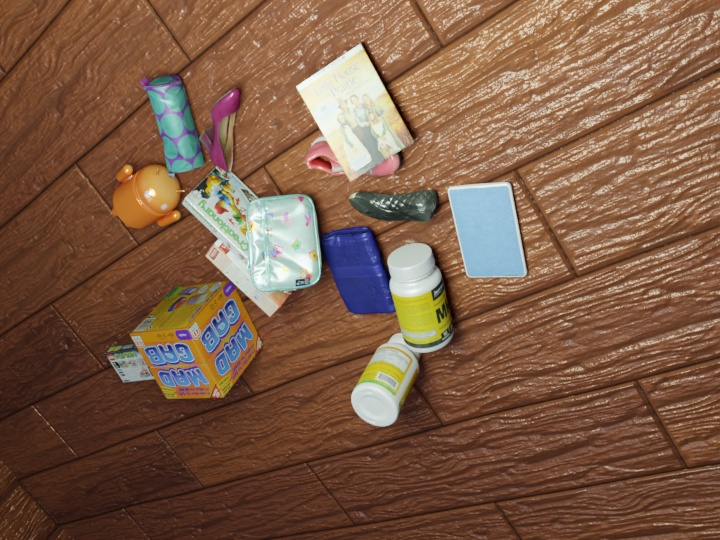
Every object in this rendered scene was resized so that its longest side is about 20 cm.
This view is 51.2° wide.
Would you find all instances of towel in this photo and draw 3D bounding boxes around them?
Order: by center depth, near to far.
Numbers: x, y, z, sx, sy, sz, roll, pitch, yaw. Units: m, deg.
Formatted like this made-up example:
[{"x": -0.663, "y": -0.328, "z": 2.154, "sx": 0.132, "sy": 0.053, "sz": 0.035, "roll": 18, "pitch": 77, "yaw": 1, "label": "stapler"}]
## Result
[{"x": 0.000, "y": 0.000, "z": 1.624, "sx": 0.145, "sy": 0.050, "sz": 0.204, "roll": -2, "pitch": 122, "yaw": 37, "label": "towel"}]

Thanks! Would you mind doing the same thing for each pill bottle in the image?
[{"x": 0.122, "y": 0.056, "z": 1.548, "sx": 0.111, "sy": 0.115, "sz": 0.204, "roll": 0, "pitch": 123, "yaw": 28, "label": "pill bottle"}, {"x": 0.065, "y": 0.232, "z": 1.646, "sx": 0.108, "sy": 0.201, "sz": 0.113, "roll": 14, "pitch": 129, "yaw": 18, "label": "pill bottle"}]

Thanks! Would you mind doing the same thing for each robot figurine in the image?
[{"x": -0.489, "y": -0.170, "z": 1.716, "sx": 0.197, "sy": 0.115, "sz": 0.147, "roll": -22, "pitch": 86, "yaw": 37, "label": "robot figurine"}]

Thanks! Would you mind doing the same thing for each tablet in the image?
[{"x": 0.247, "y": -0.075, "z": 1.456, "sx": 0.127, "sy": 0.014, "sz": 0.204, "roll": -1, "pitch": 121, "yaw": 29, "label": "tablet"}]

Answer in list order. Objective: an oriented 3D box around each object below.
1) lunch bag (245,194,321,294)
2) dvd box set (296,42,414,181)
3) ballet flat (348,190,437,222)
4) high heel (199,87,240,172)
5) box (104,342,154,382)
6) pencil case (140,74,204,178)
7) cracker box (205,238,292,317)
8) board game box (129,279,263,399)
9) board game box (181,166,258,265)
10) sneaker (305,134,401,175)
[{"x": -0.164, "y": -0.053, "z": 1.566, "sx": 0.156, "sy": 0.077, "sz": 0.206, "roll": -5, "pitch": 91, "yaw": -10, "label": "lunch bag"}, {"x": -0.009, "y": -0.289, "z": 1.382, "sx": 0.144, "sy": 0.029, "sz": 0.203, "roll": -29, "pitch": 103, "yaw": 9, "label": "dvd box set"}, {"x": 0.065, "y": -0.134, "z": 1.500, "sx": 0.195, "sy": 0.058, "sz": 0.067, "roll": 8, "pitch": 154, "yaw": 29, "label": "ballet flat"}, {"x": -0.267, "y": -0.288, "z": 1.545, "sx": 0.097, "sy": 0.067, "sz": 0.200, "roll": 50, "pitch": 146, "yaw": 1, "label": "high heel"}, {"x": -0.634, "y": 0.261, "z": 2.153, "sx": 0.196, "sy": 0.035, "sz": 0.112, "roll": -10, "pitch": 117, "yaw": 33, "label": "box"}, {"x": -0.396, "y": -0.307, "z": 1.590, "sx": 0.090, "sy": 0.085, "sz": 0.204, "roll": 7, "pitch": 125, "yaw": 23, "label": "pencil case"}, {"x": -0.230, "y": -0.014, "z": 1.674, "sx": 0.199, "sy": 0.135, "sz": 0.058, "roll": 43, "pitch": 133, "yaw": -6, "label": "cracker box"}, {"x": -0.399, "y": 0.171, "z": 1.852, "sx": 0.195, "sy": 0.201, "sz": 0.204, "roll": -7, "pitch": 119, "yaw": 32, "label": "board game box"}, {"x": -0.272, "y": -0.121, "z": 1.626, "sx": 0.200, "sy": 0.127, "sz": 0.035, "roll": 43, "pitch": 149, "yaw": -7, "label": "board game box"}, {"x": -0.018, "y": -0.208, "z": 1.456, "sx": 0.195, "sy": 0.087, "sz": 0.075, "roll": 9, "pitch": 128, "yaw": 22, "label": "sneaker"}]
